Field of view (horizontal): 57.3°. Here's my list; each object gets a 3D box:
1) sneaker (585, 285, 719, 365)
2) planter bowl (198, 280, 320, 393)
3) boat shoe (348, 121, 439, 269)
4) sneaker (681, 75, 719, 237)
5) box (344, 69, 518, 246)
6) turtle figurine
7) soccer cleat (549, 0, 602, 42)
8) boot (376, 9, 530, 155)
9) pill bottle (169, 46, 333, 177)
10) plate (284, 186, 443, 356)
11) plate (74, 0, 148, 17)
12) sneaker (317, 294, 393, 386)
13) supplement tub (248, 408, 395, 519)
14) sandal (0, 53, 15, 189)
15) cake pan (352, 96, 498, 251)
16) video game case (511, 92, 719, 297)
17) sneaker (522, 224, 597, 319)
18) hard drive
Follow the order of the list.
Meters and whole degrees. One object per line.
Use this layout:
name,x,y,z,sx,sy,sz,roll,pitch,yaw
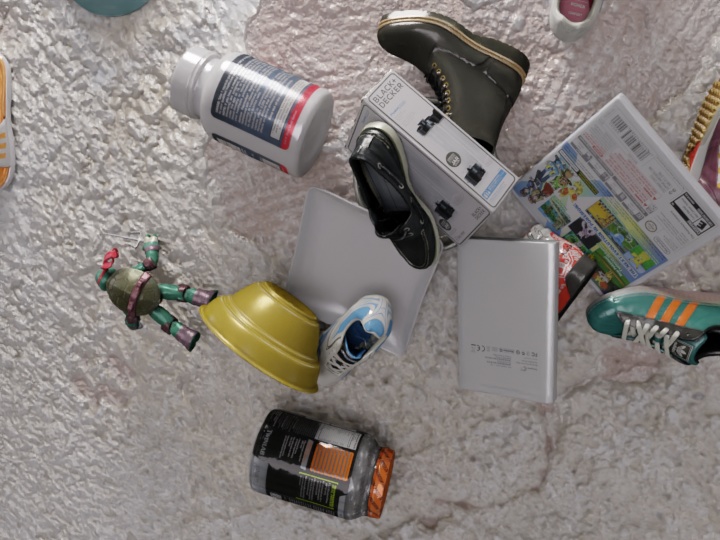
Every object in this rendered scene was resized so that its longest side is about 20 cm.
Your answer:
sneaker,0.386,0.073,0.825,0.195,0.081,0.072,0,136,13
planter bowl,-0.117,0.074,0.906,0.199,0.200,0.084,36,92,3
boat shoe,0.038,-0.071,0.783,0.073,0.066,0.202,7,133,33
sneaker,0.440,-0.139,0.783,0.088,0.075,0.204,17,114,11
box,0.081,-0.132,0.801,0.199,0.117,0.060,40,68,3
turtle figurine,-0.323,0.034,0.990,0.197,0.101,0.152,26,107,1
soccer cleat,0.272,-0.370,0.763,0.068,0.086,0.205,14,105,9
boot,0.097,-0.228,0.810,0.196,0.078,0.141,19,74,10
pill bottle,-0.145,-0.218,0.878,0.197,0.120,0.122,25,107,6
plate,0.000,0.000,0.914,0.196,0.032,0.203,23,124,9
plate,-0.360,-0.465,0.925,0.195,0.026,0.205,3,103,14
sneaker,-0.022,0.109,0.922,0.071,0.073,0.201,34,132,-5
supplement tub,-0.054,0.286,0.963,0.195,0.123,0.125,14,105,10
sandal,-0.581,-0.229,1.010,0.077,0.059,0.212,9,104,11
cake pan,0.088,-0.127,0.885,0.195,0.037,0.205,3,102,13
video game case,0.313,-0.081,0.815,0.201,0.022,0.182,48,132,0
sneaker,0.216,0.037,0.881,0.108,0.067,0.204,41,121,21
hard drive,0.187,0.061,0.848,0.129,0.026,0.205,5,102,32
